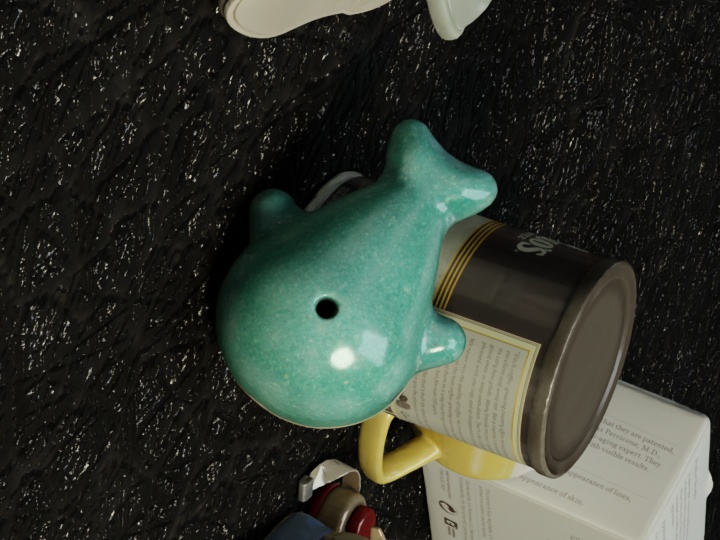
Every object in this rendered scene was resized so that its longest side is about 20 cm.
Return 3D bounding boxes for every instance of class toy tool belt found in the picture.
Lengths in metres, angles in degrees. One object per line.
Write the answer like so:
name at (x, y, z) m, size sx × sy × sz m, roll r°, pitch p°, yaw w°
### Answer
toy tool belt at (-0.013, 0.225, 1.652) m, size 0.200 × 0.123 × 0.125 m, roll -42°, pitch 145°, yaw -51°

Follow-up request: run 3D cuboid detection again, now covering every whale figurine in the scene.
whale figurine at (0.000, 0.000, 1.447) m, size 0.200 × 0.159 × 0.104 m, roll -51°, pitch 176°, yaw -7°

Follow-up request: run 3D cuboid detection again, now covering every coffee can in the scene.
coffee can at (0.059, 0.033, 1.559) m, size 0.146 × 0.200 × 0.146 m, roll -51°, pitch 151°, yaw -42°

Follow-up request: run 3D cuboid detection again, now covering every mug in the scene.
mug at (0.082, 0.078, 1.785) m, size 0.153 × 0.186 × 0.150 m, roll 98°, pitch -14°, yaw -47°

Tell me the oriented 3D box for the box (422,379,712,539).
box at (0.166, 0.182, 1.932) m, size 0.131 × 0.200 × 0.199 m, roll -56°, pitch 156°, yaw -29°

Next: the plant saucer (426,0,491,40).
plant saucer at (0.073, -0.242, 1.476) m, size 0.200 × 0.050 × 0.200 m, roll 1°, pitch 90°, yaw -80°

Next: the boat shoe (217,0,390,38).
boat shoe at (-0.033, -0.178, 1.382) m, size 0.067 × 0.057 × 0.200 m, roll -41°, pitch 169°, yaw 29°
